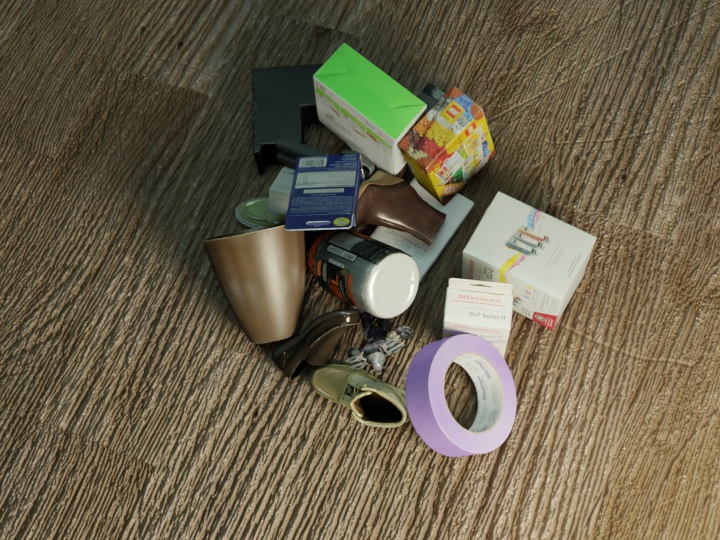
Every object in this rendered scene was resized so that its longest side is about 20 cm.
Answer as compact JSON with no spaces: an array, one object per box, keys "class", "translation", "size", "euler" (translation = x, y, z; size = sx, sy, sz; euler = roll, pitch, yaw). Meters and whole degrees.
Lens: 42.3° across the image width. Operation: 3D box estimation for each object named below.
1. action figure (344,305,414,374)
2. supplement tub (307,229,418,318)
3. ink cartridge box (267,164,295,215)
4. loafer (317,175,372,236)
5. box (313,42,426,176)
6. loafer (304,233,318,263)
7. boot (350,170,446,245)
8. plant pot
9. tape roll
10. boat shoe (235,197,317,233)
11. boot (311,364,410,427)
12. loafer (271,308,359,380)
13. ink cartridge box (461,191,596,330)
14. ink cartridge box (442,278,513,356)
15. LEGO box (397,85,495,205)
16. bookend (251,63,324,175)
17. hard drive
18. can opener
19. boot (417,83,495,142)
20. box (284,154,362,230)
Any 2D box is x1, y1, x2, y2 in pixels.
[{"class":"action figure","translation":[0.031,0.111,1.662],"size":[0.129,0.070,0.201],"euler":[-17,39,12]},{"class":"supplement tub","translation":[0.000,0.000,1.644],"size":[0.123,0.123,0.200],"euler":[-46,37,-16]},{"class":"ink cartridge box","translation":[-0.107,-0.156,1.781],"size":[0.108,0.051,0.200],"euler":[9,23,2]},{"class":"loafer","translation":[-0.012,-0.127,1.799],"size":[0.063,0.072,0.200],"euler":[2,38,42]},{"class":"box","translation":[0.015,-0.294,1.743],"size":[0.200,0.177,0.097],"euler":[39,77,12]},{"class":"loafer","translation":[-0.116,-0.047,1.783],"size":[0.199,0.063,0.072],"euler":[10,65,9]},{"class":"boot","translation":[0.065,-0.101,1.716],"size":[0.166,0.073,0.200],"euler":[35,40,4]},{"class":"plant pot","translation":[-0.176,0.024,1.690],"size":[0.186,0.187,0.201],"euler":[-11,96,-1]},{"class":"tape roll","translation":[0.172,0.212,1.579],"size":[0.199,0.065,0.202],"euler":[13,68,-34]},{"class":"boat shoe","translation":[-0.148,-0.116,1.818],"size":[0.198,0.062,0.072],"euler":[3,65,5]},{"class":"boot","translation":[-0.005,0.215,1.599],"size":[0.199,0.155,0.073],"euler":[19,91,11]},{"class":"loafer","translation":[-0.071,0.134,1.659],"size":[0.200,0.073,0.072],"euler":[-37,69,31]},{"class":"ink cartridge box","translation":[0.300,-0.018,1.694],"size":[0.199,0.146,0.145],"euler":[28,70,17]},{"class":"ink cartridge box","translation":[0.203,0.087,1.622],"size":[0.116,0.200,0.068],"euler":[6,65,7]},{"class":"LEGO box","translation":[0.164,-0.227,1.728],"size":[0.149,0.200,0.077],"euler":[-46,69,0]},{"class":"bookend","translation":[-0.117,-0.311,1.891],"size":[0.198,0.092,0.200],"euler":[-5,66,0]},{"class":"hard drive","translation":[0.112,-0.083,1.804],"size":[0.132,0.025,0.200],"euler":[31,71,17]},{"class":"can opener","translation":[-0.067,-0.211,1.777],"size":[0.199,0.054,0.067],"euler":[23,44,26]},{"class":"boot","translation":[0.164,-0.276,1.878],"size":[0.200,0.070,0.132],"euler":[38,80,26]},{"class":"box","translation":[-0.064,-0.130,1.639],"size":[0.120,0.033,0.201],"euler":[-1,44,8]}]
